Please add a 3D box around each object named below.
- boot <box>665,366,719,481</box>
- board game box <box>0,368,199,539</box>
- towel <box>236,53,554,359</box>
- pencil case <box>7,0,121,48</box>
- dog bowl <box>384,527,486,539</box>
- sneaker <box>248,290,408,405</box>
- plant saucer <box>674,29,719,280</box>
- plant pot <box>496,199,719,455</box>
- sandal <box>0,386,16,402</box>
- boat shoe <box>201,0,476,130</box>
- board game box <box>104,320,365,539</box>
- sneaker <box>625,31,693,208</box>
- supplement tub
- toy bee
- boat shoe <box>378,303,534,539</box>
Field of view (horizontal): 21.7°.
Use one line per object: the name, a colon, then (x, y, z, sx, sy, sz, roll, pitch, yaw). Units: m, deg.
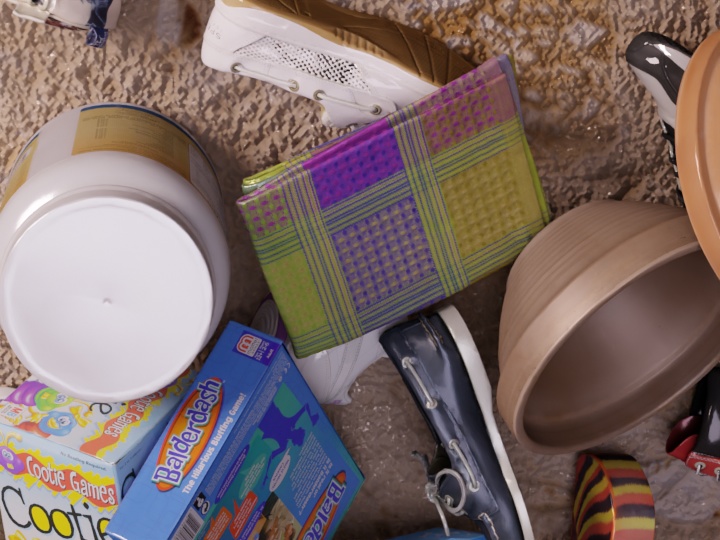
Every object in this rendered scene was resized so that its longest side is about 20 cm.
boot: (0.283, 0.165, 1.320, 0.142, 0.072, 0.202, -1, 100, -5)
board game box: (-0.159, 0.161, 1.208, 0.102, 0.105, 0.202, 16, 127, 25)
towel: (0.027, -0.038, 1.179, 0.199, 0.023, 0.145, -28, 125, -11)
pencil case: (-0.154, -0.240, 1.132, 0.077, 0.090, 0.202, 20, 104, -11)
dog bowl: (0.027, 0.234, 1.277, 0.199, 0.049, 0.113, -8, 108, -40)
sneaker: (0.000, 0.000, 1.245, 0.099, 0.075, 0.201, 21, 106, -30)
plant saucer: (0.272, -0.061, 1.181, 0.032, 0.201, 0.201, -16, 117, 47)
plant pot: (0.161, 0.020, 1.225, 0.199, 0.093, 0.202, -24, 148, -16)
sandal: (-0.283, 0.167, 1.268, 0.082, 0.050, 0.204, 28, 103, -13)
boat shoe: (-0.007, -0.124, 1.199, 0.198, 0.071, 0.070, 20, 117, -13)
board game box: (-0.073, 0.147, 1.194, 0.153, 0.045, 0.201, -59, 151, -21)
sneaker: (0.234, -0.071, 1.236, 0.080, 0.074, 0.200, -40, 107, 9)
supplement tub: (-0.152, -0.013, 1.145, 0.143, 0.200, 0.146, -2, 108, -5)
toy bee: (0.180, 0.235, 1.306, 0.130, 0.109, 0.202, -18, 113, -17)
boat shoe: (0.067, 0.124, 1.238, 0.061, 0.075, 0.202, -21, 106, -7)
